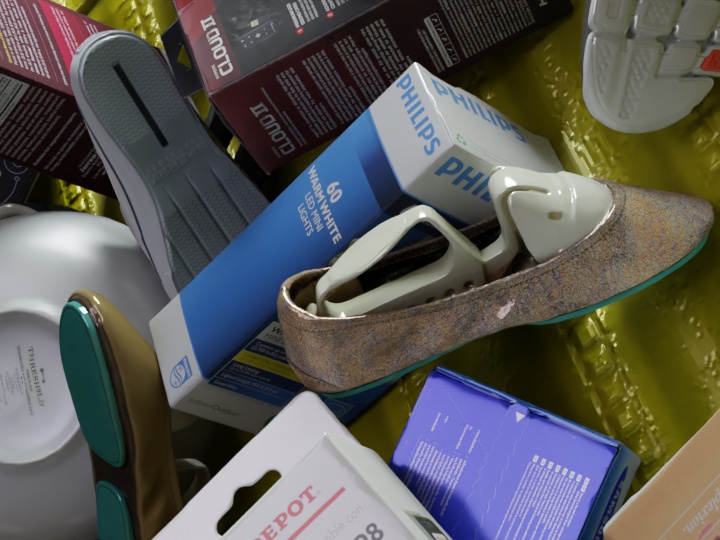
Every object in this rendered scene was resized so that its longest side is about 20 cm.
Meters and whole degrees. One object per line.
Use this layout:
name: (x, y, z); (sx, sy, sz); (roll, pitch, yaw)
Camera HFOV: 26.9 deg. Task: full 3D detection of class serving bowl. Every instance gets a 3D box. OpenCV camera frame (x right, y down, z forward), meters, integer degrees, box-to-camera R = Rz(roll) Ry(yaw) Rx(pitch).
serving bowl: (-0.181, 0.064, 0.841); (0.200, 0.066, 0.200); (0, 88, 9)

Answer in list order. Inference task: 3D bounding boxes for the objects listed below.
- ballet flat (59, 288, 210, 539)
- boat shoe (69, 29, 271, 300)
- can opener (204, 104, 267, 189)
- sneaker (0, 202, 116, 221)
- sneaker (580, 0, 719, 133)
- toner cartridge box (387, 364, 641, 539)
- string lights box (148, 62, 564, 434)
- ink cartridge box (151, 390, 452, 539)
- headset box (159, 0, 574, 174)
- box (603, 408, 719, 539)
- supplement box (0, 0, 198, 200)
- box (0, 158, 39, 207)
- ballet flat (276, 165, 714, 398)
ballet flat: (-0.113, 0.096, 0.785); (0.069, 0.063, 0.200); (25, 126, 49)
boat shoe: (-0.095, -0.041, 0.831); (0.200, 0.073, 0.067); (66, 166, -9)
can opener: (-0.072, -0.075, 0.880); (0.063, 0.079, 0.200); (22, 95, 8)
sneaker: (-0.182, 0.042, 0.911); (0.067, 0.090, 0.200); (-36, 53, 29)
sneaker: (0.139, -0.156, 0.699); (0.082, 0.077, 0.200); (175, 112, -72)
toner cartridge box: (0.037, 0.151, 0.651); (0.095, 0.043, 0.200); (23, 84, 27)
string lights box: (0.000, 0.000, 0.736); (0.200, 0.103, 0.059); (-43, 47, 26)
ink cartridge box: (-0.007, 0.149, 0.600); (0.116, 0.067, 0.200); (-45, 69, 3)
headset box: (-0.014, -0.156, 0.778); (0.200, 0.077, 0.149); (-29, 53, 7)
box: (0.205, 0.113, 0.487); (0.152, 0.106, 0.200); (-52, 46, 17)
supplement box: (-0.191, -0.112, 0.897); (0.061, 0.200, 0.109); (-47, 47, 22)
box: (-0.296, -0.027, 1.006); (0.200, 0.115, 0.132); (-61, 13, 8)
ballet flat: (0.054, -0.005, 0.655); (0.200, 0.067, 0.068); (-24, 28, 6)
